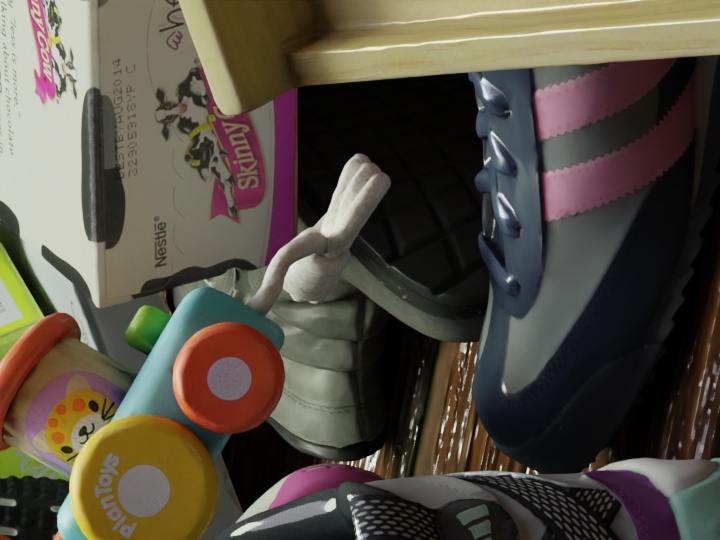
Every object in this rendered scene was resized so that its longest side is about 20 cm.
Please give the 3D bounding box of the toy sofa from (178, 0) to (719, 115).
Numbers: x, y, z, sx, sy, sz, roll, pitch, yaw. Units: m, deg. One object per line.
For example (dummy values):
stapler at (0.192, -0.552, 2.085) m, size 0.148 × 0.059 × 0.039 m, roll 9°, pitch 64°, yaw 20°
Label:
toy sofa at (0.053, -0.086, 0.554) m, size 0.200 × 0.098 × 0.083 m, roll -1°, pitch 115°, yaw 48°

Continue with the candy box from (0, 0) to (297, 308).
candy box at (-0.090, -0.095, 0.780) m, size 0.200 × 0.061 × 0.136 m, roll 39°, pitch 135°, yaw 48°

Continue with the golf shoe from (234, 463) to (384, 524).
golf shoe at (-0.036, 0.130, 0.845) m, size 0.092 × 0.075 × 0.200 m, roll -106°, pitch 31°, yaw -61°

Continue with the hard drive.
hard drive at (-0.083, 0.045, 1.009) m, size 0.200 × 0.027 × 0.132 m, roll -165°, pitch 54°, yaw -74°

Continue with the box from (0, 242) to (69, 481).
box at (-0.123, 0.069, 1.046) m, size 0.122 × 0.048 × 0.200 m, roll -127°, pitch 19°, yaw -49°

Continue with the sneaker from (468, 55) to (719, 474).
sneaker at (0.041, -0.052, 0.677) m, size 0.070 × 0.082 × 0.200 m, roll -138°, pitch 59°, yaw -67°

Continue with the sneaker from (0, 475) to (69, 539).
sneaker at (-0.106, 0.142, 0.888) m, size 0.200 × 0.074 × 0.080 m, roll -81°, pitch 1°, yaw -50°

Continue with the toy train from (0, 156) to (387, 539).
toy train at (-0.068, 0.056, 0.716) m, size 0.200 × 0.056 × 0.150 m, roll -60°, pitch 2°, yaw 35°

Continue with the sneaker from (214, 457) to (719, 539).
sneaker at (-0.006, 0.098, 0.639) m, size 0.200 × 0.140 × 0.078 m, roll 118°, pitch 151°, yaw -45°

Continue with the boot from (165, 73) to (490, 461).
boot at (0.000, 0.000, 0.831) m, size 0.200 × 0.068 × 0.131 m, roll 45°, pitch 146°, yaw 51°
